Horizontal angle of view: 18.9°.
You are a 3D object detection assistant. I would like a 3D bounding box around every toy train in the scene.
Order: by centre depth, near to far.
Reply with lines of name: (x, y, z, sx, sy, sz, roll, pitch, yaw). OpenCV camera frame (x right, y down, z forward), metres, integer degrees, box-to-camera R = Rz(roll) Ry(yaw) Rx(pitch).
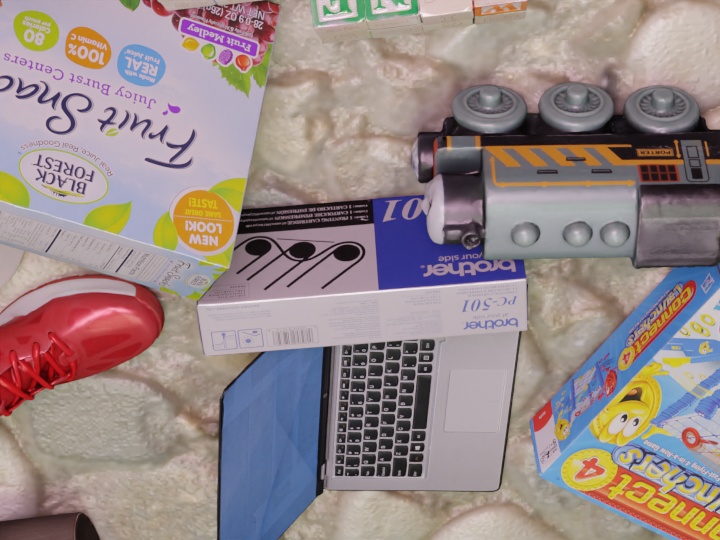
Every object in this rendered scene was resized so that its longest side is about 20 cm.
toy train: (0.130, -0.053, 1.285, 0.199, 0.114, 0.086, 0, 128, -1)

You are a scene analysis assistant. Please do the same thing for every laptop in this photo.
laptop: (0.007, 0.112, 1.412, 0.199, 0.116, 0.188, 1, 129, -4)

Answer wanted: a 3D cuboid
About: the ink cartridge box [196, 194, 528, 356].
ink cartridge box: (0.000, 0.000, 1.336, 0.199, 0.094, 0.044, -4, 129, 1)

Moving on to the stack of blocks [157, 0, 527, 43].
stack of blocks: (-0.014, -0.185, 1.171, 0.199, 0.059, 0.116, -6, 87, 3)

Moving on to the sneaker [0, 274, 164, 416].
sneaker: (-0.220, 0.077, 1.371, 0.199, 0.116, 0.079, -17, 128, 10)

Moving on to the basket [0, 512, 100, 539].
basket: (-0.275, 0.246, 1.498, 0.199, 0.136, 0.181, -13, 123, 3)

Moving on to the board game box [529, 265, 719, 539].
board game box: (0.250, 0.096, 1.451, 0.199, 0.056, 0.196, 26, 123, -22)

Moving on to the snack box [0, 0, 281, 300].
snack box: (-0.158, -0.093, 1.202, 0.199, 0.169, 0.068, 17, 157, -15)

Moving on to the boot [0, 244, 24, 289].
boot: (-0.270, -0.061, 1.298, 0.073, 0.090, 0.200, -50, 152, -17)
